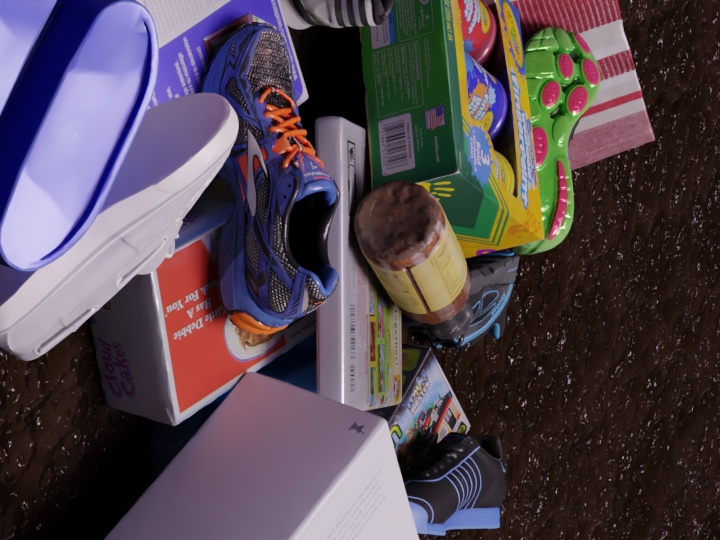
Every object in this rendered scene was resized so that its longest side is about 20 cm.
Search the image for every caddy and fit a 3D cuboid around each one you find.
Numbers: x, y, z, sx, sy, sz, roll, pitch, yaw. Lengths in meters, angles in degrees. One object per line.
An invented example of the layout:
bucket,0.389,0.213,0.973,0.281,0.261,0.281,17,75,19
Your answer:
caddy,-0.203,-0.096,0.900,0.141,0.105,0.201,25,91,-41

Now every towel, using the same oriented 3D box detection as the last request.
towel,0.161,-0.172,1.400,0.023,0.143,0.201,-101,170,-56

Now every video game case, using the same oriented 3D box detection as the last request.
video game case,0.000,0.000,1.176,0.182,0.023,0.201,9,80,-76

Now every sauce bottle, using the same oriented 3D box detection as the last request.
sauce bottle,0.044,0.000,1.183,0.200,0.066,0.066,62,46,-66

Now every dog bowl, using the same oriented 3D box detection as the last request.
dog bowl,-0.075,0.108,1.183,0.200,0.049,0.112,-25,117,-50

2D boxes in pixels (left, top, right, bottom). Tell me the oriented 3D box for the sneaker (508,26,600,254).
sneaker,0.140,-0.108,1.334,0.076,0.084,0.201,20,72,-16

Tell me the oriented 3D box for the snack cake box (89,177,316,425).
snack cake box,-0.094,0.008,1.117,0.200,0.067,0.116,-32,124,-48

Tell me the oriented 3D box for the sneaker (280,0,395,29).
sneaker,-0.026,-0.251,1.112,0.076,0.115,0.201,-56,138,-31

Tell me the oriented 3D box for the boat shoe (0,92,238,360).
boat shoe,-0.146,-0.023,0.982,0.200,0.072,0.069,-46,137,-10

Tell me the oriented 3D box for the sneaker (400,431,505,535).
sneaker,0.059,0.169,1.318,0.200,0.070,0.078,10,85,-61

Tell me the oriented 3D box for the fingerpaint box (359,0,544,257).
fingerpaint box,0.069,-0.131,1.225,0.167,0.073,0.201,31,51,-58

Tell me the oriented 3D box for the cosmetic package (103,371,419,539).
cosmetic package,-0.063,0.214,1.076,0.199,0.123,0.201,-49,142,-33

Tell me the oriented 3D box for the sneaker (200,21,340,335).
sneaker,-0.048,-0.062,1.051,0.075,0.078,0.201,-4,85,-50

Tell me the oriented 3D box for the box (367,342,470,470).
box,0.018,0.171,1.344,0.200,0.035,0.110,-58,140,-29

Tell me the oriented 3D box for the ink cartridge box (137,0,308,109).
ink cartridge box,-0.131,-0.151,1.043,0.200,0.043,0.199,-43,130,-37

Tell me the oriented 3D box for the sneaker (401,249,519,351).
sneaker,0.074,0.033,1.361,0.200,0.073,0.082,-13,108,-53
